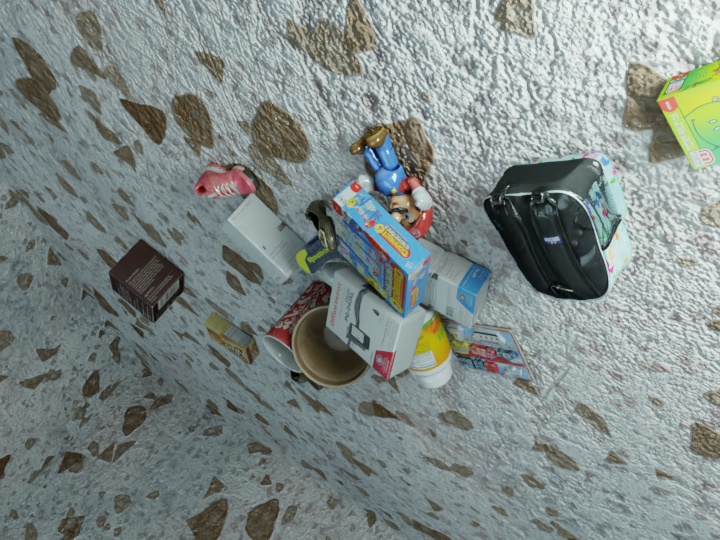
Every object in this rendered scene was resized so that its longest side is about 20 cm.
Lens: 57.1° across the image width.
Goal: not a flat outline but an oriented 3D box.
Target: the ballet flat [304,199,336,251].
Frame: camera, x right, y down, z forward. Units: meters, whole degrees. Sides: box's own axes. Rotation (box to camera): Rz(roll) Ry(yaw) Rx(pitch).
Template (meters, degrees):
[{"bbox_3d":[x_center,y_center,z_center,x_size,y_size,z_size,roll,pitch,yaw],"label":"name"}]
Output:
[{"bbox_3d":[-0.081,-0.092,1.334,0.201,0.045,0.069,-115,18,-60],"label":"ballet flat"}]

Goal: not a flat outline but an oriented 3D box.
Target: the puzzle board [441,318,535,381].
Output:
[{"bbox_3d":[0.267,0.172,1.431,0.197,0.017,0.152,5,136,47],"label":"puzzle board"}]

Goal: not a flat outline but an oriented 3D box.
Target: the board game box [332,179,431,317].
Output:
[{"bbox_3d":[0.036,-0.034,1.202,0.196,0.056,0.201,45,164,20],"label":"board game box"}]

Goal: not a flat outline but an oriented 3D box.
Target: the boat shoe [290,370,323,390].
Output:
[{"bbox_3d":[-0.194,0.329,2.153,0.072,0.073,0.201,-7,127,54],"label":"boat shoe"}]

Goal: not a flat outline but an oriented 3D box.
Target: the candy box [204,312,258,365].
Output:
[{"bbox_3d":[-0.464,0.246,2.379,0.197,0.056,0.117,28,150,20],"label":"candy box"}]

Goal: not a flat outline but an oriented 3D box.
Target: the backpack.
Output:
[{"bbox_3d":[0.287,-0.059,0.933,0.176,0.150,0.203,2,127,52],"label":"backpack"}]

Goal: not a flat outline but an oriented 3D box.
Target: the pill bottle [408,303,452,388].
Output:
[{"bbox_3d":[0.137,0.158,1.450,0.109,0.111,0.203,10,135,42],"label":"pill bottle"}]

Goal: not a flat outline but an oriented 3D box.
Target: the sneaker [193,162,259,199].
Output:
[{"bbox_3d":[-0.313,-0.193,1.538,0.197,0.087,0.074,11,142,42],"label":"sneaker"}]

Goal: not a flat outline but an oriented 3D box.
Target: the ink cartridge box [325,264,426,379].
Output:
[{"bbox_3d":[0.025,0.098,1.354,0.199,0.082,0.148,36,130,33],"label":"ink cartridge box"}]

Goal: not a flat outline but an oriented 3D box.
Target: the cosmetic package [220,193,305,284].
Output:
[{"bbox_3d":[-0.227,-0.076,1.587,0.200,0.102,0.074,43,151,-10],"label":"cosmetic package"}]

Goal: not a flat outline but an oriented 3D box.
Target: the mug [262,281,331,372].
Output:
[{"bbox_3d":[-0.129,0.153,1.687,0.132,0.201,0.179,-1,133,50],"label":"mug"}]

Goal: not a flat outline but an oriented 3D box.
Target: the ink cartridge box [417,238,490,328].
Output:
[{"bbox_3d":[0.149,0.015,1.295,0.197,0.068,0.117,28,149,22],"label":"ink cartridge box"}]

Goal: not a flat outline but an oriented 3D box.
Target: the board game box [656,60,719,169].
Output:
[{"bbox_3d":[0.431,-0.181,0.695,0.102,0.048,0.198,51,150,-19],"label":"board game box"}]

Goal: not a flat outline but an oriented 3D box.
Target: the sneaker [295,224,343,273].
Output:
[{"bbox_3d":[-0.056,-0.065,1.434,0.197,0.082,0.075,-22,109,37],"label":"sneaker"}]

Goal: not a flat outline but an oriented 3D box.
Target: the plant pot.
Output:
[{"bbox_3d":[-0.059,0.166,1.573,0.195,0.093,0.206,3,106,10],"label":"plant pot"}]

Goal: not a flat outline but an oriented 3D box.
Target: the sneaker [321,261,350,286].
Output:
[{"bbox_3d":[0.000,0.000,1.459,0.196,0.074,0.117,19,145,17],"label":"sneaker"}]

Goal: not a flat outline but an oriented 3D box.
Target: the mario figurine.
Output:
[{"bbox_3d":[0.053,-0.138,1.147,0.202,0.105,0.124,56,-177,-14],"label":"mario figurine"}]

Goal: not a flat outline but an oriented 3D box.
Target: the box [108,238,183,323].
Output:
[{"bbox_3d":[-0.741,0.039,2.302,0.199,0.167,0.165,38,153,3],"label":"box"}]
